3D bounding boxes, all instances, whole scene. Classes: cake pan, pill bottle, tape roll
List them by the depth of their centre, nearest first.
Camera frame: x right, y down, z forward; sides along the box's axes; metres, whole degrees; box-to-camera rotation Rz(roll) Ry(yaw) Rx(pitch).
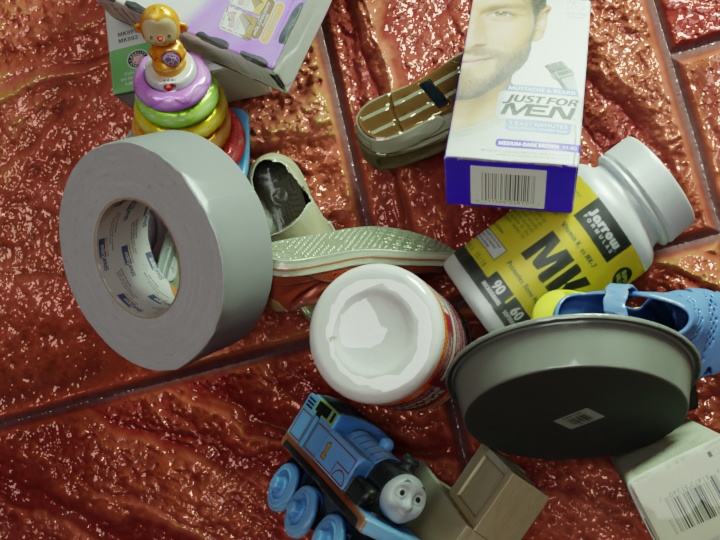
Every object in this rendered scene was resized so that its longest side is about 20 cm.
[{"bbox_3d":[0.166,0.099,0.777,0.199,0.201,0.037,-6,56,12],"label":"cake pan"},{"bbox_3d":[0.036,0.064,0.849,0.109,0.200,0.111,-3,79,16],"label":"pill bottle"},{"bbox_3d":[-0.172,-0.018,0.865,0.199,0.066,0.202,12,112,33],"label":"tape roll"},{"bbox_3d":[0.183,-0.020,0.875,0.200,0.114,0.115,-37,76,6],"label":"pill bottle"}]

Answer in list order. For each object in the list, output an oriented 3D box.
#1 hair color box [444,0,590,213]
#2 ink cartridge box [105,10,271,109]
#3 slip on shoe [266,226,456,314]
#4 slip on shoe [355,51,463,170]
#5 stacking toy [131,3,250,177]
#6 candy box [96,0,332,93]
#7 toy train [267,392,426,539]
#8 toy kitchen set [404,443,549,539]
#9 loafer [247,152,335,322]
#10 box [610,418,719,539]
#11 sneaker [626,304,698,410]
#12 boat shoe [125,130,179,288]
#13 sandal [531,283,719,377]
[{"bbox_3d":[0.138,-0.148,0.859,0.108,0.065,0.201,5,53,10],"label":"hair color box"},{"bbox_3d":[-0.178,-0.273,1.004,0.144,0.087,0.202,-9,79,11],"label":"ink cartridge box"},{"bbox_3d":[0.000,0.000,0.905,0.074,0.199,0.062,37,129,53],"label":"slip on shoe"},{"bbox_3d":[0.090,-0.152,0.945,0.199,0.061,0.076,-27,56,-10],"label":"slip on shoe"},{"bbox_3d":[-0.165,-0.159,0.896,0.115,0.201,0.110,0,58,-1],"label":"stacking toy"},{"bbox_3d":[-0.124,-0.284,0.914,0.199,0.072,0.169,25,86,11],"label":"candy box"},{"bbox_3d":[-0.011,0.188,0.859,0.086,0.200,0.115,29,90,-27],"label":"toy train"},{"bbox_3d":[0.112,0.274,0.869,0.180,0.163,0.201,35,91,-13],"label":"toy kitchen set"},{"bbox_3d":[-0.059,-0.026,0.953,0.075,0.068,0.201,-32,77,7],"label":"loafer"},{"bbox_3d":[0.253,0.169,0.789,0.082,0.200,0.069,-28,80,9],"label":"box"},{"bbox_3d":[0.228,0.076,0.883,0.198,0.060,0.105,-4,81,8],"label":"sneaker"},{"bbox_3d":[-0.211,-0.053,0.992,0.074,0.065,0.204,-2,82,12],"label":"boat shoe"},{"bbox_3d":[0.243,0.048,0.801,0.198,0.087,0.080,0,78,-19],"label":"sandal"}]
